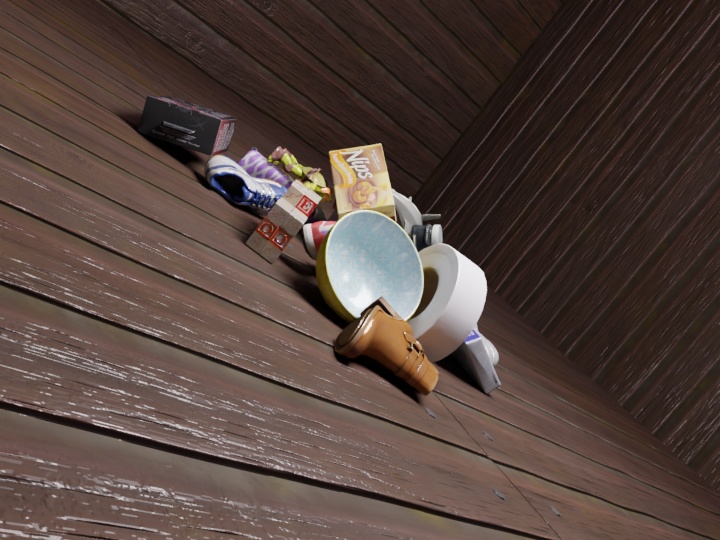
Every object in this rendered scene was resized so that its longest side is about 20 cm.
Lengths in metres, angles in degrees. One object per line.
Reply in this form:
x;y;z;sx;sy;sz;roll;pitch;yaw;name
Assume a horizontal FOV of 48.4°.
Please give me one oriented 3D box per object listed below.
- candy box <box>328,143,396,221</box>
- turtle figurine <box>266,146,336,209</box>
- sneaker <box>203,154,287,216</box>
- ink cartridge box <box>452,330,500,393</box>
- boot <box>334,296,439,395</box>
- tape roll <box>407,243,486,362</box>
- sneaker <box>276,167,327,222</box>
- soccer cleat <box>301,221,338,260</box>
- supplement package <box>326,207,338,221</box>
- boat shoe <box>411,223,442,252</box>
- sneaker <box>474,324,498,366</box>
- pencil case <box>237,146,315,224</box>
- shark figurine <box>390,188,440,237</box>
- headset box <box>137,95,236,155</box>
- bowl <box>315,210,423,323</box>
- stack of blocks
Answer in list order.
0.002;-0.175;1.658;0.055;0.115;0.200;82;-1;-46;candy box
-0.115;-0.189;1.651;0.161;0.064;0.200;40;23;4;turtle figurine
-0.209;-0.142;1.526;0.200;0.075;0.088;25;21;-20;sneaker
0.190;0.120;1.593;0.200;0.041;0.200;51;-9;51;ink cartridge box
0.049;0.126;1.185;0.155;0.074;0.200;52;24;0;boot
0.122;0.056;1.380;0.071;0.203;0.202;33;10;-26;tape roll
-0.145;-0.155;1.845;0.200;0.067;0.090;45;4;37;sneaker
-0.046;-0.034;1.448;0.200;0.073;0.068;56;22;-65;soccer cleat
0.015;-0.054;1.759;0.200;0.120;0.121;39;9;2;supplement package
0.137;-0.011;1.668;0.060;0.201;0.076;7;32;16;boat shoe
0.221;0.140;1.787;0.088;0.075;0.200;9;29;-48;sneaker
-0.185;-0.172;1.718;0.200;0.084;0.086;42;-11;12;pencil case
0.082;-0.118;1.733;0.128;0.090;0.214;1;-30;42;shark figurine
-0.335;-0.284;1.560;0.148;0.075;0.200;18;11;-4;headset box
-0.002;0.010;1.346;0.200;0.201;0.108;34;-32;-21;bowl
-0.130;-0.089;1.396;0.059;0.115;0.200;37;10;-6;stack of blocks
